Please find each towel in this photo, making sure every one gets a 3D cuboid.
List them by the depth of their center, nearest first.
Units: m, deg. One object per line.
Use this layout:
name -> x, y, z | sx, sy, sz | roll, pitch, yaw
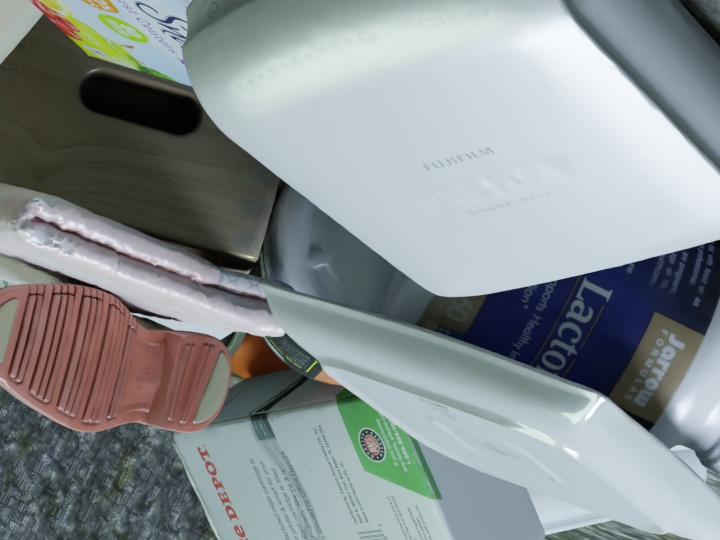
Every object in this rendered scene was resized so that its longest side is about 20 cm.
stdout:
towel -> -0.160, -0.012, 1.110 | 0.200, 0.032, 0.191 | 7, 169, 45

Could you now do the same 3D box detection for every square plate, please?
square plate -> 0.069, 0.075, 1.056 | 0.200, 0.028, 0.198 | 17, 167, 36

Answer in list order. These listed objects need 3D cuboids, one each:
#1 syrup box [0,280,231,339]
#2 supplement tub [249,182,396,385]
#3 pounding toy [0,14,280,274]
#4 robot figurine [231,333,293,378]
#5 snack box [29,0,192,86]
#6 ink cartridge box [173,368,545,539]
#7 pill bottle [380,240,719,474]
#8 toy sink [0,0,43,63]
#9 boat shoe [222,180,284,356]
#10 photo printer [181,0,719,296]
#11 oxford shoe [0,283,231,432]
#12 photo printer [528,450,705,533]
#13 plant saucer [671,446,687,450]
syrup box -> -0.168, -0.010, 1.335 | 0.200, 0.079, 0.082 | 28, 141, 46
supplement tub -> 0.000, 0.000, 1.223 | 0.122, 0.123, 0.200 | 26, 169, -3
pounding toy -> -0.137, -0.090, 1.152 | 0.200, 0.142, 0.184 | 16, 171, -6
robot figurine -> -0.011, 0.041, 1.465 | 0.200, 0.144, 0.117 | 24, -170, 10
snack box -> -0.086, -0.140, 0.897 | 0.169, 0.068, 0.200 | 19, 168, 29
ink cartridge box -> -0.004, 0.133, 1.369 | 0.200, 0.083, 0.147 | -12, 106, 43
pill bottle -> 0.121, 0.021, 1.064 | 0.200, 0.116, 0.116 | 25, 169, -3
toy sink -> -0.251, -0.119, 0.974 | 0.130, 0.200, 0.112 | 21, 150, 29
boat shoe -> -0.100, 0.004, 1.383 | 0.072, 0.060, 0.202 | 56, 141, 21
photo printer -> 0.044, -0.067, 0.812 | 0.166, 0.070, 0.200 | -13, 148, 31
oxford shoe -> -0.149, 0.045, 1.132 | 0.074, 0.071, 0.200 | 14, 173, 31
photo printer -> 0.111, 0.141, 1.498 | 0.200, 0.070, 0.166 | -9, -177, -23
plant saucer -> 0.144, 0.053, 1.250 | 0.200, 0.050, 0.200 | 5, 159, 2
